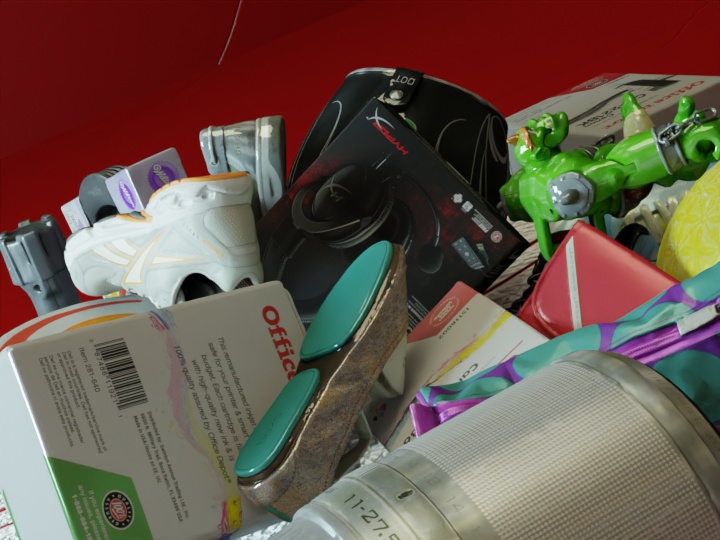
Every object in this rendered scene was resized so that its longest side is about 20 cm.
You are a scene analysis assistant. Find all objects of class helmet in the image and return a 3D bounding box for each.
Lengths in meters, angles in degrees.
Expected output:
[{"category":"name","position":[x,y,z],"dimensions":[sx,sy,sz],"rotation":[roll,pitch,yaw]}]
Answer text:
[{"category":"helmet","position":[0.029,-0.048,1.233],"dimensions":[0.199,0.192,0.200],"rotation":[16,-11,3]}]

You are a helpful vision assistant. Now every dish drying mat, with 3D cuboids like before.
[{"category":"dish drying mat","position":[0.179,0.047,0.881],"dimensions":[0.200,0.018,0.077],"rotation":[38,96,39]}]

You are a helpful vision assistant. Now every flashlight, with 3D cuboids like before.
[{"category":"flashlight","position":[-0.231,0.055,1.218],"dimensions":[0.067,0.201,0.068],"rotation":[-11,18,31]}]

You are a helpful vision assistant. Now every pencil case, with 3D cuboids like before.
[{"category":"pencil case","position":[0.131,0.063,0.811],"dimensions":[0.199,0.092,0.085],"rotation":[-25,57,7]}]

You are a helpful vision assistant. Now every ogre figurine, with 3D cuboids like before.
[{"category":"ogre figurine","position":[0.166,-0.067,1.040],"dimensions":[0.119,0.099,0.200],"rotation":[-23,24,-11]}]

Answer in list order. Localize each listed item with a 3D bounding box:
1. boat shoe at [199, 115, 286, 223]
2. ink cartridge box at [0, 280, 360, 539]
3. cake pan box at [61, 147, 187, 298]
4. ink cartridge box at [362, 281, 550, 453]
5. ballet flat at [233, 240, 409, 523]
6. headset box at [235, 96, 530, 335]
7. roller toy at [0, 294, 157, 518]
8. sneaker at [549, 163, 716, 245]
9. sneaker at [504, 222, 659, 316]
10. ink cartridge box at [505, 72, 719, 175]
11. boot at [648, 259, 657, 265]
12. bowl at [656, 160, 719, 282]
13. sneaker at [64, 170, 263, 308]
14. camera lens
[{"category":"boat shoe","position":[-0.091,-0.052,1.179],"dimensions":[0.064,0.075,0.202],"rotation":[0,-26,-4]},{"category":"ink cartridge box","position":[-0.119,0.104,0.942],"dimensions":[0.199,0.146,0.084],"rotation":[-14,-15,-37]},{"category":"cake pan box","position":[-0.161,0.007,1.229],"dimensions":[0.052,0.201,0.184],"rotation":[-27,6,-29]},{"category":"ink cartridge box","position":[0.076,0.088,0.935],"dimensions":[0.117,0.067,0.200],"rotation":[-47,20,-3]},{"category":"ballet flat","position":[-0.011,0.072,0.940],"dimensions":[0.068,0.067,0.200],"rotation":[-14,37,51]},{"category":"headset box","position":[0.000,0.000,1.099],"dimensions":[0.200,0.149,0.077],"rotation":[-45,-10,8]},{"category":"roller toy","position":[-0.174,0.109,1.094],"dimensions":[0.199,0.141,0.182],"rotation":[-17,21,-19]},{"category":"sneaker","position":[0.247,-0.040,1.174],"dimensions":[0.199,0.080,0.131],"rotation":[-23,16,-7]},{"category":"sneaker","position":[0.130,0.024,1.088],"dimensions":[0.199,0.090,0.078],"rotation":[-24,18,-10]},{"category":"ink cartridge box","position":[0.239,-0.120,1.414],"dimensions":[0.144,0.084,0.200],"rotation":[-26,18,-20]},{"category":"boot","position":[0.238,0.041,0.965],"dimensions":[0.202,0.074,0.154],"rotation":[-12,25,11]},{"category":"bowl","position":[0.283,-0.028,0.905],"dimensions":[0.199,0.108,0.201],"rotation":[0,42,0]},{"category":"sneaker","position":[-0.142,0.000,1.072],"dimensions":[0.075,0.093,0.200],"rotation":[-9,-10,-41]},{"category":"camera lens","position":[0.072,0.141,0.682],"dimensions":[0.199,0.161,0.160],"rotation":[-26,18,-19]}]
